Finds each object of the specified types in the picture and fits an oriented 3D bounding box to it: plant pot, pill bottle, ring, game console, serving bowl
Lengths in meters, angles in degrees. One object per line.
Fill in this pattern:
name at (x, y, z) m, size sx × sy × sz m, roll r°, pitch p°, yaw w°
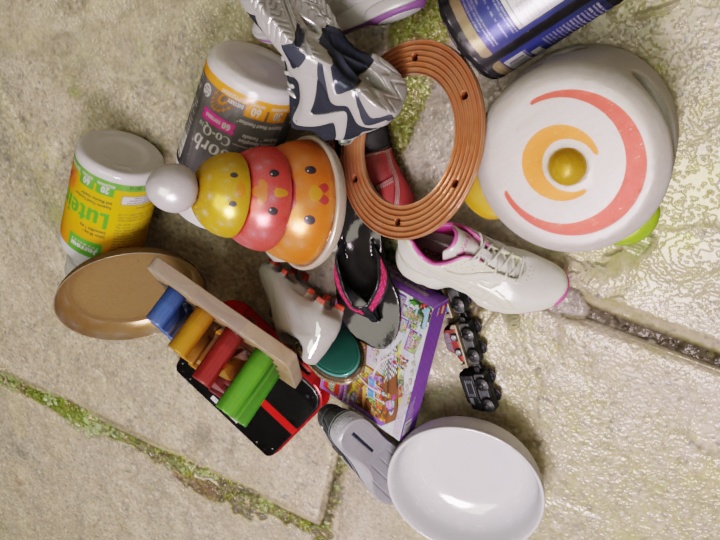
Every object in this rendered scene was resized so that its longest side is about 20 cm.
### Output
plant pot at (-0.307, 0.029, 1.090) m, size 0.200 × 0.199 × 0.028 m, roll -42°, pitch 50°, yaw 33°
pill bottle at (-0.148, -0.152, 0.947) m, size 0.116 × 0.116 × 0.201 m, roll 31°, pitch 122°, yaw 8°
ring at (0.051, -0.132, 0.828) m, size 0.199 × 0.019 × 0.203 m, roll -5°, pitch 84°, yaw 47°
game console at (-0.153, 0.153, 1.150) m, size 0.200 × 0.031 × 0.177 m, roll 43°, pitch 127°, yaw 1°
serving bowl at (0.136, 0.262, 1.038) m, size 0.198 × 0.066 × 0.202 m, roll 7°, pitch 119°, yaw 13°
pill bottle at (0.177, -0.272, 0.745) m, size 0.199 × 0.112 × 0.112 m, roll -28°, pitch 100°, yaw 31°
pill bottle at (-0.333, -0.072, 1.071) m, size 0.110 × 0.111 × 0.201 m, roll 30°, pitch 122°, yaw 9°

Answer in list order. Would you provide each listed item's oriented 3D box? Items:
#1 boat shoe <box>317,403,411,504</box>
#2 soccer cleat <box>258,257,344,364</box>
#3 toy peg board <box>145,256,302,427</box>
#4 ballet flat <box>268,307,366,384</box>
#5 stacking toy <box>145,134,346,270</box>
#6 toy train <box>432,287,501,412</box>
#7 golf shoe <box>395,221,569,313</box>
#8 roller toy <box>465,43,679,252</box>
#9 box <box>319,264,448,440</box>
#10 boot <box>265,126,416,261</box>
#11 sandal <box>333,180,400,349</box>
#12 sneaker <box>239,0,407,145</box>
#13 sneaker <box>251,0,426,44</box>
boat shoe at (0.011, 0.234, 1.074) m, size 0.071 × 0.072 × 0.201 m, roll 35°, pitch 162°, yaw 49°
soccer cleat at (-0.085, 0.043, 0.980) m, size 0.069 × 0.200 × 0.078 m, roll 23°, pitch 97°, yaw -31°
toy peg board at (-0.181, 0.101, 0.992) m, size 0.198 × 0.098 × 0.200 m, roll 34°, pitch 166°, yaw 7°
ballet flat at (-0.047, 0.094, 1.006) m, size 0.200 × 0.070 × 0.066 m, roll 42°, pitch 158°, yaw 49°
stacking toy at (-0.126, -0.074, 0.848) m, size 0.146 × 0.198 × 0.148 m, roll 0°, pitch 90°, yaw 55°
toy train at (0.124, 0.082, 0.985) m, size 0.045 × 0.034 × 0.202 m, roll -5°, pitch 111°, yaw 38°
golf shoe at (0.132, -0.006, 0.893) m, size 0.198 × 0.076 × 0.092 m, roll 13°, pitch 162°, yaw 10°
roller toy at (0.207, -0.118, 0.787) m, size 0.198 × 0.140 × 0.184 m, roll 21°, pitch 120°, yaw 15°
box at (0.025, 0.093, 1.011) m, size 0.136 × 0.039 × 0.202 m, roll 29°, pitch 124°, yaw 28°
boot at (-0.043, -0.097, 0.956) m, size 0.198 × 0.072 × 0.145 m, roll -18°, pitch 105°, yaw 22°
sandal at (0.000, 0.000, 0.919) m, size 0.074 × 0.045 × 0.202 m, roll -3°, pitch 110°, yaw 15°
sneaker at (-0.060, -0.203, 0.829) m, size 0.198 × 0.080 × 0.129 m, roll 34°, pitch 145°, yaw -16°
sneaker at (-0.028, -0.296, 0.859) m, size 0.198 × 0.075 × 0.101 m, roll -12°, pitch 101°, yaw 20°
